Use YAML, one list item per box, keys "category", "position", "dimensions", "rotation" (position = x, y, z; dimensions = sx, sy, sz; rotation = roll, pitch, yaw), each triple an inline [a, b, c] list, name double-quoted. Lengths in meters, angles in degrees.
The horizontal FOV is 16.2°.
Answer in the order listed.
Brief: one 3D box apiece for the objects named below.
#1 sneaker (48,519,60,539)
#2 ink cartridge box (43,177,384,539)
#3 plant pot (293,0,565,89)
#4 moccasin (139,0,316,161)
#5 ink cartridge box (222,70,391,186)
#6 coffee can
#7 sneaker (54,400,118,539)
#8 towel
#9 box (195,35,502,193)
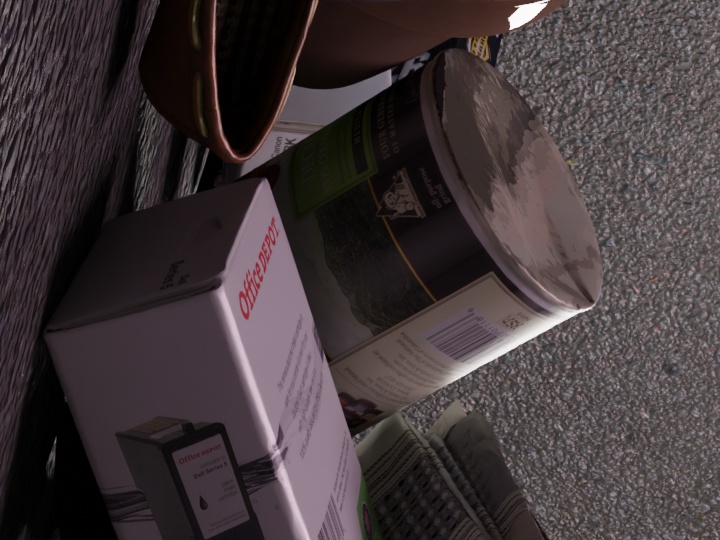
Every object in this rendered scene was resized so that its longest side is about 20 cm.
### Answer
- category: "sneaker"
  position: [-0.122, 0.129, 1.337]
  dimensions: [0.200, 0.073, 0.088]
  rotation: [117, -11, -67]
- category: "ink cartridge box"
  position: [-0.059, 0.078, 1.128]
  dimensions: [0.146, 0.084, 0.201]
  rotation: [-75, 149, -69]
- category: "plant pot"
  position: [0.002, -0.173, 1.189]
  dimensions: [0.175, 0.200, 0.201]
  rotation: [-42, -153, 53]
- category: "moccasin"
  position: [-0.039, -0.137, 1.018]
  dimensions: [0.078, 0.073, 0.202]
  rotation: [47, -53, 39]
- category: "ink cartridge box"
  position: [-0.033, -0.104, 1.500]
  dimensions: [0.147, 0.083, 0.200]
  rotation: [106, -12, -48]
- category: "coffee can"
  position: [0.000, 0.000, 1.273]
  dimensions: [0.200, 0.146, 0.147]
  rotation: [-30, -159, 23]
- category: "sneaker"
  position: [-0.113, 0.143, 1.179]
  dimensions: [0.083, 0.071, 0.201]
  rotation: [47, 28, -75]
- category: "towel"
  position: [-0.003, 0.154, 1.233]
  dimensions: [0.200, 0.035, 0.193]
  rotation: [-39, -157, 3]
- category: "box"
  position: [-0.004, -0.113, 1.643]
  dimensions: [0.046, 0.200, 0.159]
  rotation: [38, 57, -40]
